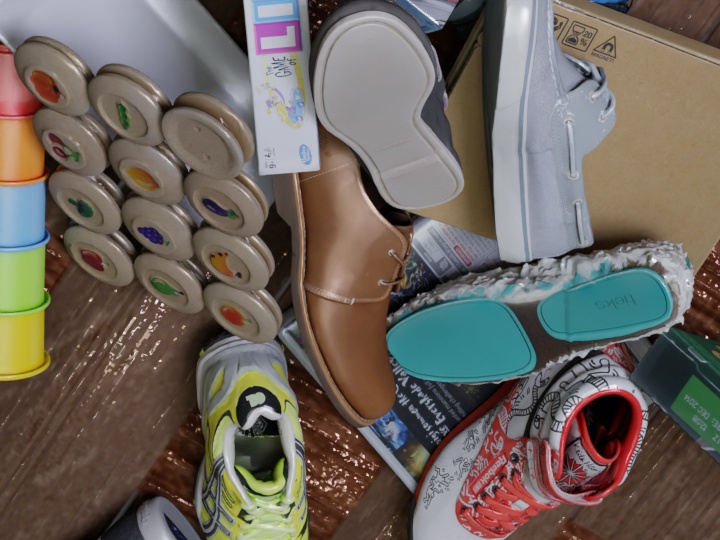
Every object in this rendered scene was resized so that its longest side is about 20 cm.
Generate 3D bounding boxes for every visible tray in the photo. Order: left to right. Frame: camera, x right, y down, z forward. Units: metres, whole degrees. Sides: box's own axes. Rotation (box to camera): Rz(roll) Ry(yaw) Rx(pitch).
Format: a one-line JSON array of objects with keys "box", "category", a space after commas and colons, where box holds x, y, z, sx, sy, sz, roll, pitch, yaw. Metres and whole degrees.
[{"box": [-0.119, -0.106, 1.109, 0.200, 0.022, 0.108, 48, 63, -22], "category": "tray"}]

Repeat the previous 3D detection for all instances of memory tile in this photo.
[{"box": [-0.116, -0.040, 1.075, 0.153, 0.017, 0.201, 22, 146, 20], "category": "memory tile"}]

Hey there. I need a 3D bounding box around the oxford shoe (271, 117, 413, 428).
[{"box": [0.000, 0.000, 1.132, 0.071, 0.071, 0.201, -4, 111, 20], "category": "oxford shoe"}]

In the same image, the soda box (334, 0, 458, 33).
[{"box": [0.054, -0.222, 1.034, 0.063, 0.068, 0.201, 35, 76, -19], "category": "soda box"}]

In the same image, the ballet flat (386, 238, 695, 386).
[{"box": [0.111, 0.022, 1.160, 0.199, 0.072, 0.072, -12, 118, 29], "category": "ballet flat"}]

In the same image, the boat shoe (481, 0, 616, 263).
[{"box": [0.105, -0.088, 1.068, 0.071, 0.070, 0.202, -5, 135, 0], "category": "boat shoe"}]

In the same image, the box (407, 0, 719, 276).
[{"box": [0.138, -0.073, 1.134, 0.199, 0.021, 0.164, 17, 125, -17], "category": "box"}]

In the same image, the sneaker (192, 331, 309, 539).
[{"box": [-0.068, 0.136, 1.205, 0.075, 0.077, 0.201, -11, 123, -5], "category": "sneaker"}]

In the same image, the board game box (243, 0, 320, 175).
[{"box": [-0.048, -0.171, 1.028, 0.034, 0.135, 0.201, -5, 118, -2], "category": "board game box"}]

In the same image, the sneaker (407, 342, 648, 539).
[{"box": [0.100, 0.125, 1.187, 0.067, 0.108, 0.202, 31, 106, -19], "category": "sneaker"}]

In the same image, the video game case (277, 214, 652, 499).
[{"box": [0.075, 0.052, 1.224, 0.181, 0.023, 0.200, -36, 114, 7], "category": "video game case"}]

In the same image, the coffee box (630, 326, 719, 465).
[{"box": [0.259, 0.100, 1.168, 0.200, 0.123, 0.044, 16, 115, -52], "category": "coffee box"}]

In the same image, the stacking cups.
[{"box": [-0.212, -0.039, 1.129, 0.060, 0.061, 0.201, 0, 110, -8], "category": "stacking cups"}]

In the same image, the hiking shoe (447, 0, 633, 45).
[{"box": [0.139, -0.183, 1.113, 0.199, 0.075, 0.087, -28, 122, 15], "category": "hiking shoe"}]

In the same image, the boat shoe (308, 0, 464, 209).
[{"box": [0.011, -0.097, 1.021, 0.066, 0.057, 0.200, -16, 153, 6], "category": "boat shoe"}]

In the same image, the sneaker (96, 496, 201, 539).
[{"box": [-0.122, 0.250, 1.259, 0.111, 0.073, 0.201, -30, 105, 9], "category": "sneaker"}]
